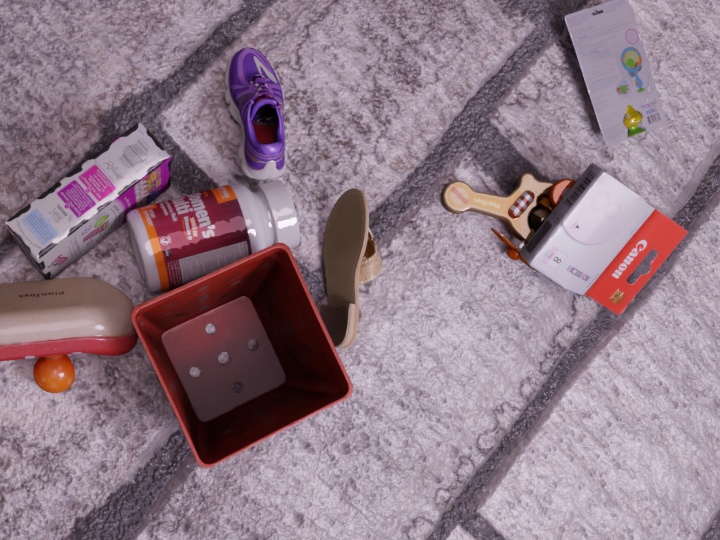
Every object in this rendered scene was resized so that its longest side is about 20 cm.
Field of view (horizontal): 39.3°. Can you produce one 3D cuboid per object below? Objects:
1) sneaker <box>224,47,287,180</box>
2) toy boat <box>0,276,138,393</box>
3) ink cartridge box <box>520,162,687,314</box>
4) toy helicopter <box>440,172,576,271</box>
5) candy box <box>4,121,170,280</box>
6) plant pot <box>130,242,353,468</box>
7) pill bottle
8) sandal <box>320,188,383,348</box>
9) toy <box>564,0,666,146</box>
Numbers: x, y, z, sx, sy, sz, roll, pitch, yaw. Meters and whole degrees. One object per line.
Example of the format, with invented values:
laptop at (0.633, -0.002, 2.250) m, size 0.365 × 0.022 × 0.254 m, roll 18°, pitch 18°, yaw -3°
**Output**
sneaker at (-0.125, -0.216, 1.312) m, size 0.081 × 0.083 × 0.200 m, roll -5°, pitch 61°, yaw -18°
toy boat at (-0.371, 0.088, 1.220) m, size 0.200 × 0.131 × 0.131 m, roll -5°, pitch 115°, yaw -15°
ink cartridge box at (0.347, -0.033, 1.398) m, size 0.200 × 0.057 × 0.163 m, roll 31°, pitch 106°, yaw -19°
toy helicopter at (0.209, -0.076, 1.422) m, size 0.200 × 0.079 × 0.132 m, roll 13°, pitch 89°, yaw -3°
candy box at (-0.326, -0.082, 1.228) m, size 0.200 × 0.136 × 0.061 m, roll -42°, pitch 88°, yaw -17°
plant pot at (-0.156, 0.104, 1.233) m, size 0.200 × 0.176 × 0.200 m, roll -25°, pitch 91°, yaw -17°
pill bottle at (-0.186, -0.048, 1.278) m, size 0.200 × 0.110 × 0.110 m, roll -17°, pitch 88°, yaw -16°
sandal at (-0.004, 0.000, 1.357) m, size 0.070 × 0.078 × 0.212 m, roll 8°, pitch 87°, yaw -46°
toy at (0.371, -0.291, 1.495) m, size 0.115 × 0.047 × 0.200 m, roll -22°, pitch 93°, yaw -20°
